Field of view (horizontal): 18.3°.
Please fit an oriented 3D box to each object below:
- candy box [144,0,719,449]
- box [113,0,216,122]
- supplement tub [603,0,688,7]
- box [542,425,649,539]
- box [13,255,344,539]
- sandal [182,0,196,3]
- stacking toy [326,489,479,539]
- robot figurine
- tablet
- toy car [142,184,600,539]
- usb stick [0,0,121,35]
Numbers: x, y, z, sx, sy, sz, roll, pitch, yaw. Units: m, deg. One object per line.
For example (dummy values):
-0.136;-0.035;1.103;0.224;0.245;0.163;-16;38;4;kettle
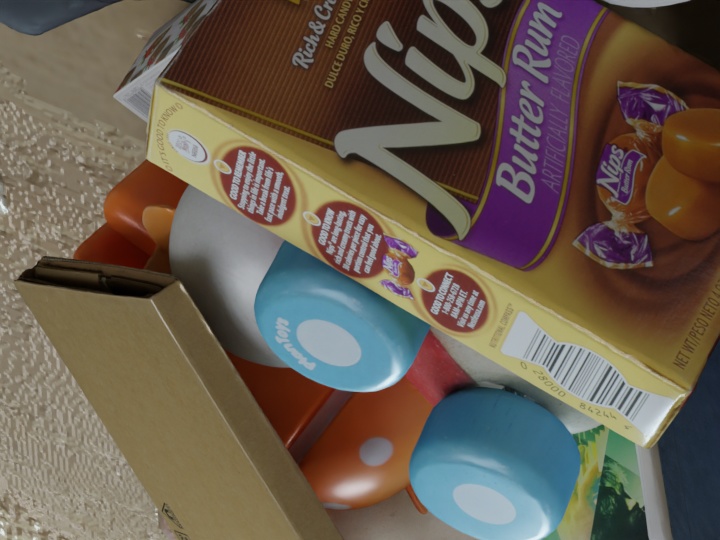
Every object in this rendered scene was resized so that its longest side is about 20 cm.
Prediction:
0.042;-0.042;0.753;0.200;0.117;0.056;29;152;7;candy box
-0.044;-0.098;0.913;0.041;0.039;0.200;36;156;-15;box
0.060;-0.188;0.699;0.145;0.145;0.200;-6;147;39;supplement tub
0.159;0.064;0.890;0.200;0.144;0.036;2;164;36;box
-0.063;0.084;0.945;0.200;0.021;0.163;60;157;-17;box
-0.112;-0.149;0.965;0.200;0.045;0.075;16;131;19;sandal
0.004;0.180;1.133;0.146;0.146;0.200;45;157;-5;stacking toy
-0.032;0.028;1.009;0.200;0.144;0.117;38;-179;3;robot figurine
0.122;0.029;0.820;0.014;0.200;0.130;-19;150;27;tablet
0.000;0.000;0.893;0.200;0.184;0.177;-14;129;43;toy car
-0.080;-0.140;0.897;0.200;0.033;0.055;-16;142;35;usb stick
